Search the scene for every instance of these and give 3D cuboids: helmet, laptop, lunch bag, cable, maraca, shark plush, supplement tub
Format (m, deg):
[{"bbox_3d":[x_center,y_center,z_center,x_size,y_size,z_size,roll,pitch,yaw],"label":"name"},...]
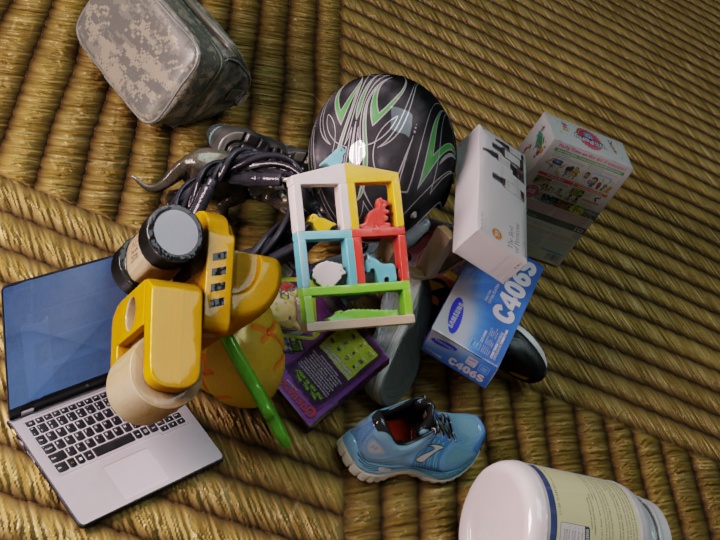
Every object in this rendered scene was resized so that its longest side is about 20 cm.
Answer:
[{"bbox_3d":[0.025,-0.142,1.505,0.200,0.201,0.190,43,25,10],"label":"helmet"},{"bbox_3d":[-0.232,0.105,1.153,0.186,0.116,0.201,-19,62,-48],"label":"laptop"},{"bbox_3d":[-0.250,-0.294,1.581,0.200,0.140,0.167,48,21,16],"label":"lunch bag"},{"bbox_3d":[-0.147,-0.061,1.364,0.198,0.051,0.165,-25,62,-5],"label":"cable"},{"bbox_3d":[-0.125,0.093,1.259,0.202,0.106,0.137,60,-2,14],"label":"maraca"},{"bbox_3d":[0.000,0.000,1.431,0.197,0.084,0.092,-16,60,-4],"label":"shark plush"},{"bbox_3d":[0.220,0.291,1.294,0.197,0.146,0.146,16,40,-26],"label":"supplement tub"}]

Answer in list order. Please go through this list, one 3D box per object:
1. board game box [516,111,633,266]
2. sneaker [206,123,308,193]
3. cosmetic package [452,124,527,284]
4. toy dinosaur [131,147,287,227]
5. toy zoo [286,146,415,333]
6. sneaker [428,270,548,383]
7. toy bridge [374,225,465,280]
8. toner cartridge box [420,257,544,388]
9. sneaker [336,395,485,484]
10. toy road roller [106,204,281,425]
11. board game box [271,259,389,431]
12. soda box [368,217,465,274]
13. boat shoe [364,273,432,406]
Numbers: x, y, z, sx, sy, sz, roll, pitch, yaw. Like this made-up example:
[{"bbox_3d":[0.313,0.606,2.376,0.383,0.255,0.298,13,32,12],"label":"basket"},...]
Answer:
[{"bbox_3d":[0.276,-0.114,1.750,0.146,0.201,0.065,17,39,-24],"label":"board game box"},{"bbox_3d":[-0.114,-0.142,1.565,0.199,0.076,0.079,27,5,-36],"label":"sneaker"},{"bbox_3d":[0.161,-0.085,1.481,0.082,0.051,0.202,28,41,-20],"label":"cosmetic package"},{"bbox_3d":[-0.177,-0.113,1.456,0.197,0.103,0.078,18,38,-25],"label":"toy dinosaur"},{"bbox_3d":[-0.012,-0.037,1.334,0.129,0.020,0.204,-3,82,-21],"label":"toy zoo"},{"bbox_3d":[0.143,0.089,1.536,0.199,0.070,0.090,41,49,8],"label":"sneaker"},{"bbox_3d":[0.091,-0.021,1.457,0.198,0.068,0.027,-7,44,-46],"label":"toy bridge"},{"bbox_3d":[0.154,0.045,1.498,0.094,0.043,0.201,29,45,3],"label":"toner cartridge box"},{"bbox_3d":[0.073,0.184,1.338,0.198,0.090,0.079,-1,49,-41],"label":"sneaker"},{"bbox_3d":[-0.153,0.043,1.134,0.144,0.123,0.203,11,68,-25],"label":"toy road roller"},{"bbox_3d":[-0.074,0.064,1.349,0.119,0.032,0.200,-36,73,-16],"label":"board game box"},{"bbox_3d":[0.112,-0.021,1.611,0.197,0.071,0.064,13,24,-28],"label":"soda box"},{"bbox_3d":[0.036,0.079,1.444,0.064,0.075,0.204,0,44,20],"label":"boat shoe"}]
